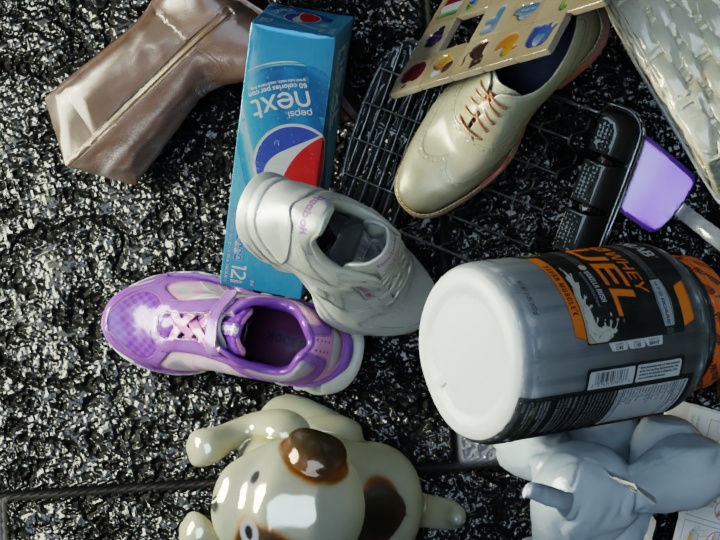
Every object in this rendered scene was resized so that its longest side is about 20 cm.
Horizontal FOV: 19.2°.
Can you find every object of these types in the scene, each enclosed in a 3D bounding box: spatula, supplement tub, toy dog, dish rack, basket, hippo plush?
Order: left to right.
[{"bbox_3d":[-0.036,0.171,1.488,0.194,0.200,0.140,19,90,14],"label":"toy dog"},{"bbox_3d":[0.090,-0.075,1.548,0.200,0.055,0.154,22,96,17],"label":"dish rack"},{"bbox_3d":[0.151,0.046,1.451,0.122,0.200,0.123,15,108,54],"label":"supplement tub"},{"bbox_3d":[0.169,0.191,1.463,0.159,0.200,0.161,2,104,-5],"label":"hippo plush"},{"bbox_3d":[0.254,-0.023,1.522,0.200,0.021,0.057,41,98,22],"label":"spatula"},{"bbox_3d":[0.256,-0.165,1.481,0.135,0.123,0.200,-30,76,9],"label":"basket"}]

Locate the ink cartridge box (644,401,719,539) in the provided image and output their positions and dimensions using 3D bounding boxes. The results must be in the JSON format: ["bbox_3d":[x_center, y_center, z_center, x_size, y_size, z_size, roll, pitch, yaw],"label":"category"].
[{"bbox_3d":[0.294,0.191,1.499,0.200,0.050,0.161,14,89,32],"label":"ink cartridge box"}]

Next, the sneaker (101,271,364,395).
[{"bbox_3d":[-0.101,0.043,1.573,0.200,0.088,0.081,8,88,15],"label":"sneaker"}]

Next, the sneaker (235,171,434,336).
[{"bbox_3d":[0.000,0.000,1.498,0.100,0.200,0.075,13,76,43],"label":"sneaker"}]

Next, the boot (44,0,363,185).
[{"bbox_3d":[-0.122,-0.120,1.608,0.200,0.064,0.186,-45,84,12],"label":"boot"}]

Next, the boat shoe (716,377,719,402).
[{"bbox_3d":[0.324,0.102,1.446,0.200,0.064,0.071,31,109,51],"label":"boat shoe"}]

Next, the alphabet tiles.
[{"bbox_3d":[0.118,-0.199,1.471,0.008,0.200,0.167,43,60,-26],"label":"alphabet tiles"}]

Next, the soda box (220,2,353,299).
[{"bbox_3d":[-0.054,-0.086,1.543,0.064,0.068,0.200,10,111,7],"label":"soda box"}]

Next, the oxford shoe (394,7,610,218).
[{"bbox_3d":[0.088,-0.118,1.481,0.071,0.074,0.200,42,104,12],"label":"oxford shoe"}]
